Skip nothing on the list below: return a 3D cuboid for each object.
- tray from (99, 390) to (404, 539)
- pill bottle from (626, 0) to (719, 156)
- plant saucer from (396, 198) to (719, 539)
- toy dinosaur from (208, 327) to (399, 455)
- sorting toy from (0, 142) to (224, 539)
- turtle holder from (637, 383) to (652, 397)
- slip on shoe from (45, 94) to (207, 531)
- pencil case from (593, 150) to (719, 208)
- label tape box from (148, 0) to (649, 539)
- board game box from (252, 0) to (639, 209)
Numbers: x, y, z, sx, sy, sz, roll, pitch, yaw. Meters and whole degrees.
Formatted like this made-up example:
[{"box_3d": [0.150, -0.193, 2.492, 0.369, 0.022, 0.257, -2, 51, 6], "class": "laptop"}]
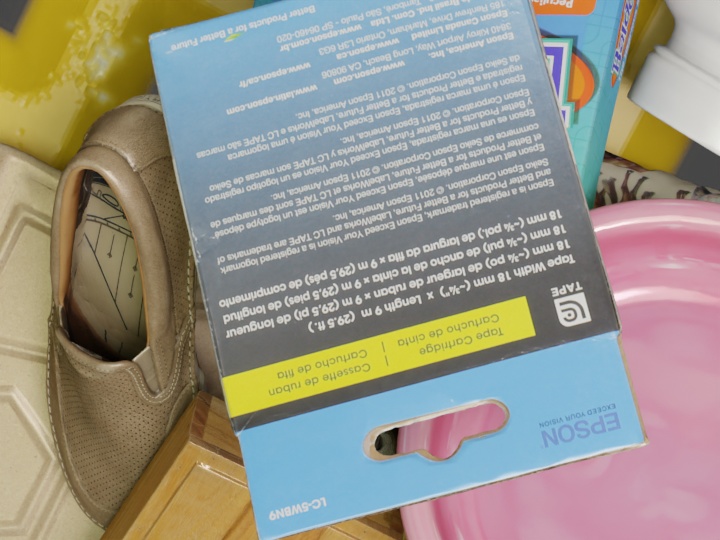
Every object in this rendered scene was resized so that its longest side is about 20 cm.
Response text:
[{"box_3d": [-0.071, 0.148, 1.004, 0.098, 0.037, 0.200, 26, 125, -12], "class": "tray"}, {"box_3d": [0.193, -0.136, 0.958, 0.112, 0.112, 0.201, 29, 99, 0], "class": "pill bottle"}, {"box_3d": [0.114, 0.075, 0.887, 0.199, 0.051, 0.202, -3, 71, 8], "class": "plant saucer"}, {"box_3d": [0.000, 0.000, 1.009, 0.102, 0.077, 0.201, 22, 58, -17], "class": "toy dinosaur"}, {"box_3d": [-0.120, 0.065, 1.051, 0.199, 0.036, 0.186, 27, 99, -5], "class": "sorting toy"}, {"box_3d": [0.083, 0.118, 0.977, 0.141, 0.131, 0.186, -43, 138, -22], "class": "turtle holder"}, {"box_3d": [-0.099, 0.028, 0.968, 0.076, 0.061, 0.201, 22, 121, 17], "class": "slip on shoe"}, {"box_3d": [0.153, 0.003, 0.991, 0.199, 0.089, 0.078, 18, 82, 2], "class": "pencil case"}, {"box_3d": [0.014, -0.006, 0.870, 0.143, 0.063, 0.201, -14, 70, 3], "class": "label tape box"}, {"box_3d": [0.039, -0.126, 0.961, 0.151, 0.045, 0.202, 10, 81, 15], "class": "board game box"}]
